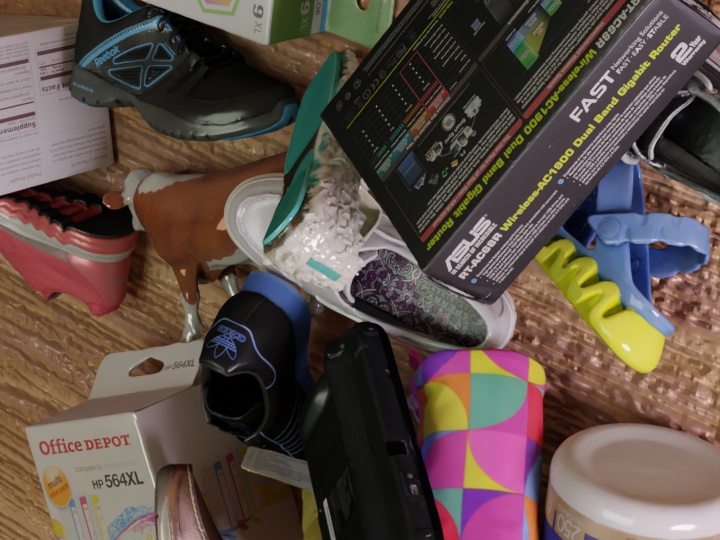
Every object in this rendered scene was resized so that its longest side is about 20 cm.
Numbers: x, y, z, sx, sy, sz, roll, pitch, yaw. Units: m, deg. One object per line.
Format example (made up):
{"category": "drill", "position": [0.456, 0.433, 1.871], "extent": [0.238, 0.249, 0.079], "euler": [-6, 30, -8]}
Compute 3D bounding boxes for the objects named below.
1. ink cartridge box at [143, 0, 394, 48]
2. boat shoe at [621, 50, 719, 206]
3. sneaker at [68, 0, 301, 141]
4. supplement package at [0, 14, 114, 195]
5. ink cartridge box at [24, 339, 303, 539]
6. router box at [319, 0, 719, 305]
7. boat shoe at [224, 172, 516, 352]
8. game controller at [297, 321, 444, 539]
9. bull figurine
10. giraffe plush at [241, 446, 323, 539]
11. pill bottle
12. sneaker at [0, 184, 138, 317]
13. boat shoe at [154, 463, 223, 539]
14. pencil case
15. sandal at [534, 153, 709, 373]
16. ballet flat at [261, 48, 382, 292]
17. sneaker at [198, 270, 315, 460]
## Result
{"category": "ink cartridge box", "position": [-0.070, -0.208, 1.157], "extent": [0.199, 0.059, 0.105], "euler": [24, 119, 32]}
{"category": "boat shoe", "position": [0.166, -0.086, 0.994], "extent": [0.199, 0.068, 0.074], "euler": [41, 126, 23]}
{"category": "sneaker", "position": [-0.123, -0.138, 1.216], "extent": [0.199, 0.073, 0.083], "euler": [18, 114, 34]}
{"category": "supplement package", "position": [-0.302, -0.113, 1.289], "extent": [0.155, 0.199, 0.112], "euler": [8, 109, 38]}
{"category": "ink cartridge box", "position": [-0.137, 0.157, 1.290], "extent": [0.128, 0.125, 0.201], "euler": [-12, 97, 41]}
{"category": "router box", "position": [0.083, -0.105, 0.987], "extent": [0.200, 0.062, 0.150], "euler": [-50, 43, 19]}
{"category": "boat shoe", "position": [0.000, 0.000, 1.123], "extent": [0.199, 0.068, 0.072], "euler": [32, 101, 9]}
{"category": "game controller", "position": [0.004, 0.125, 1.058], "extent": [0.201, 0.042, 0.105], "euler": [-105, 26, -46]}
{"category": "bull figurine", "position": [-0.091, -0.022, 1.233], "extent": [0.199, 0.065, 0.122], "euler": [-11, 100, 42]}
{"category": "giraffe plush", "position": [0.009, 0.204, 1.180], "extent": [0.199, 0.173, 0.163], "euler": [29, 144, 16]}
{"category": "pill bottle", "position": [0.157, 0.202, 1.065], "extent": [0.115, 0.115, 0.202], "euler": [20, 116, 33]}
{"category": "sneaker", "position": [-0.249, -0.022, 1.360], "extent": [0.199, 0.074, 0.087], "euler": [23, 122, 34]}
{"category": "boat shoe", "position": [-0.085, 0.215, 1.177], "extent": [0.071, 0.076, 0.201], "euler": [-15, 105, -3]}
{"category": "pencil case", "position": [0.063, 0.143, 1.058], "extent": [0.088, 0.088, 0.201], "euler": [-23, 53, 42]}
{"category": "sandal", "position": [0.129, -0.037, 1.049], "extent": [0.087, 0.079, 0.200], "euler": [-42, 67, 6]}
{"category": "ballet flat", "position": [-0.015, -0.056, 1.103], "extent": [0.071, 0.201, 0.072], "euler": [5, 130, 7]}
{"category": "sneaker", "position": [-0.066, 0.089, 1.192], "extent": [0.070, 0.078, 0.201], "euler": [21, 146, 26]}
